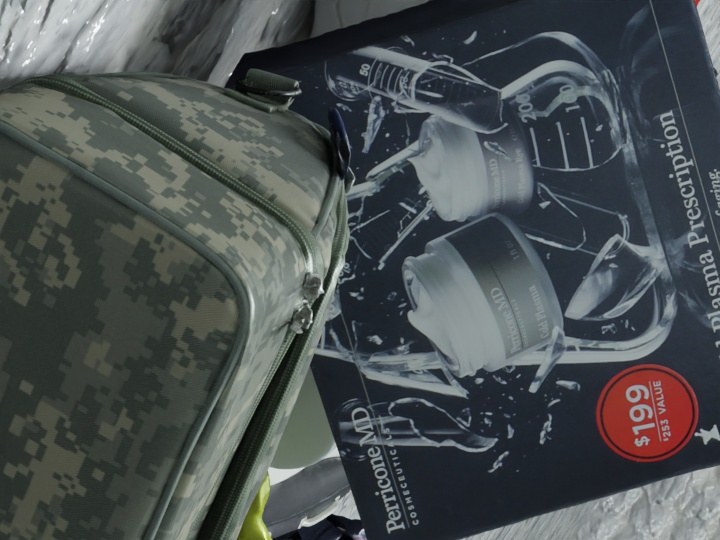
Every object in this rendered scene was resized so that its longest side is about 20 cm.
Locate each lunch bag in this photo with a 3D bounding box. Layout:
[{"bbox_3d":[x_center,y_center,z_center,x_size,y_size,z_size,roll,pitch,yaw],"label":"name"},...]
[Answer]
[{"bbox_3d":[-0.090,0.029,0.863,0.200,0.139,0.168,-65,171,19],"label":"lunch bag"}]

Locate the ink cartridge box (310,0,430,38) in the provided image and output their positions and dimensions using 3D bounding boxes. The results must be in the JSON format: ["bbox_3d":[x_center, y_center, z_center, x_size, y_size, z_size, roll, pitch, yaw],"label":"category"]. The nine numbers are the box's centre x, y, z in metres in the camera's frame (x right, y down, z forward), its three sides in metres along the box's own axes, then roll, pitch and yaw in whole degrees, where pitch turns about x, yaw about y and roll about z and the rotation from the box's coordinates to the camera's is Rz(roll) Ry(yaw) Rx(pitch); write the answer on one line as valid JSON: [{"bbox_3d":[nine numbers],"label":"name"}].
[{"bbox_3d":[0.068,-0.165,1.118,0.200,0.083,0.147,-51,165,-31],"label":"ink cartridge box"}]

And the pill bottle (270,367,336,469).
[{"bbox_3d":[0.000,0.000,1.164,0.200,0.114,0.114,-45,161,-45],"label":"pill bottle"}]

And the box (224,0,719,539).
[{"bbox_3d":[0.063,-0.012,0.976,0.182,0.200,0.104,-17,-168,7],"label":"box"}]

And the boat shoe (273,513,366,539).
[{"bbox_3d":[-0.014,0.196,1.307,0.075,0.093,0.200,-47,134,-25],"label":"boat shoe"}]

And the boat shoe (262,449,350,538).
[{"bbox_3d":[-0.037,0.097,1.220,0.060,0.074,0.200,-63,163,17],"label":"boat shoe"}]

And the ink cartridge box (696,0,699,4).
[{"bbox_3d":[0.184,-0.214,1.467,0.116,0.067,0.200,-64,166,20],"label":"ink cartridge box"}]

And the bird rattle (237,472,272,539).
[{"bbox_3d":[-0.096,0.068,1.011,0.163,0.113,0.200,-32,151,-27],"label":"bird rattle"}]

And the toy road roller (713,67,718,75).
[{"bbox_3d":[0.096,-0.094,1.307,0.146,0.123,0.200,-49,168,7],"label":"toy road roller"}]
